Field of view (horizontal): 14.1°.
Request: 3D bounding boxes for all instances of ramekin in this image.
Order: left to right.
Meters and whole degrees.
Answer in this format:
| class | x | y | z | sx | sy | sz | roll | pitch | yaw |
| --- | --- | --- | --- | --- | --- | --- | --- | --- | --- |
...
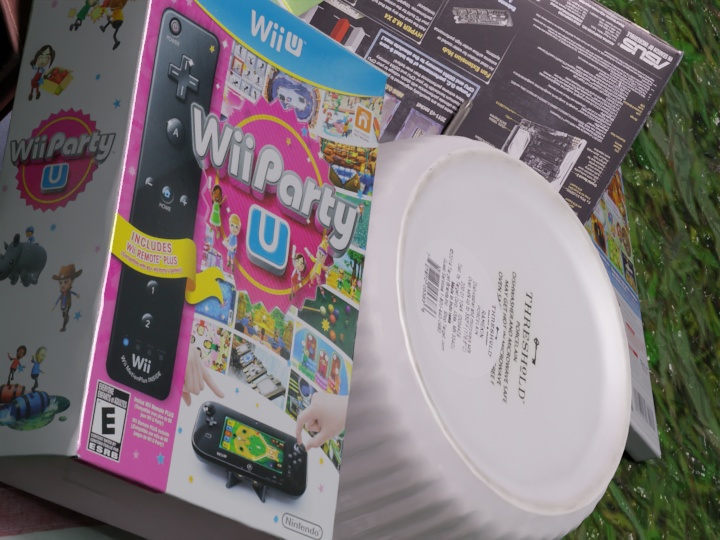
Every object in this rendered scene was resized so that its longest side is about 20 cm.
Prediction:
| class | x | y | z | sx | sy | sz | roll | pitch | yaw |
| --- | --- | --- | --- | --- | --- | --- | --- | --- | --- |
| ramekin | 0.027 | 0.038 | 1.224 | 0.200 | 0.105 | 0.200 | 24 | 58 | -44 |

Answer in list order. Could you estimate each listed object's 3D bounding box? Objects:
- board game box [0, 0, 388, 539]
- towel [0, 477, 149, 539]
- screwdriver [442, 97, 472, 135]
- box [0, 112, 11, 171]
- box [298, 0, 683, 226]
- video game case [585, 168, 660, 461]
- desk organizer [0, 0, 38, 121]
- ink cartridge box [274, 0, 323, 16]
| class | x | y | z | sx | sy | sz | roll | pitch | yaw |
| --- | --- | --- | --- | --- | --- | --- | --- | --- | --- |
| board game box | -0.066 | -0.005 | 1.091 | 0.148 | 0.064 | 0.200 | 28 | 62 | -48 |
| towel | -0.091 | 0.156 | 1.082 | 0.144 | 0.023 | 0.200 | -1 | 75 | -57 |
| screwdriver | 0.000 | 0.000 | 1.422 | 0.028 | 0.029 | 0.200 | 33 | 81 | -11 |
| box | -0.124 | -0.079 | 1.285 | 0.051 | 0.158 | 0.200 | 134 | -57 | -82 |
| box | 0.037 | -0.090 | 1.452 | 0.200 | 0.158 | 0.050 | 29 | 1 | -7 |
| video game case | 0.132 | -0.007 | 1.644 | 0.143 | 0.018 | 0.200 | 45 | 36 | -61 |
| desk organizer | -0.185 | -0.073 | 1.165 | 0.072 | 0.200 | 0.077 | 48 | 41 | -3 |
| ink cartridge box | -0.071 | -0.172 | 1.374 | 0.146 | 0.200 | 0.048 | 57 | 14 | -12 |
